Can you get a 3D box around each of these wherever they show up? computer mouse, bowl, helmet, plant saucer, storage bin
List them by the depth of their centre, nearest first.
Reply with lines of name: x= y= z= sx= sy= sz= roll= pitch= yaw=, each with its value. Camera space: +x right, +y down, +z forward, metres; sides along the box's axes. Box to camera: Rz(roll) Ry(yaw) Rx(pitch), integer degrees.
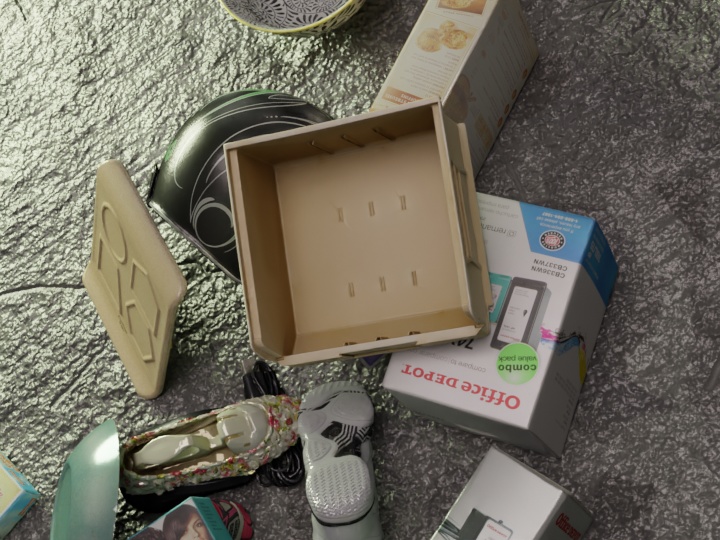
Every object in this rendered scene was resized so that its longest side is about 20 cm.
storage bin: x=0.000 y=-0.027 z=1.119 sx=0.200 sy=0.094 sz=0.199 roll=-11 pitch=82 yaw=18
plant saucer: x=-0.275 y=0.243 z=1.244 sx=0.039 sy=0.201 sz=0.201 roll=9 pitch=70 yaw=-20
helmet: x=-0.097 y=-0.089 z=1.294 sx=0.200 sy=0.200 sz=0.191 roll=39 pitch=87 yaw=26
computer mouse: x=-0.167 y=0.180 z=1.300 sx=0.200 sy=0.053 sz=0.139 roll=-23 pitch=67 yaw=10
bowl: x=-0.057 y=-0.333 z=1.422 sx=0.200 sy=0.094 sz=0.201 roll=-6 pitch=70 yaw=16

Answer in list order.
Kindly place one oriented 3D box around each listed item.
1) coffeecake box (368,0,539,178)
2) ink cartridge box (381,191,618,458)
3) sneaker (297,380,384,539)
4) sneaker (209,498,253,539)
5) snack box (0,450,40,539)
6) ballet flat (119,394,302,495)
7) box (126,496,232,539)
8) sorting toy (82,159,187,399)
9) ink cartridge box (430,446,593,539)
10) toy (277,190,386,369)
coffeecake box: x=0.093 y=-0.180 z=1.284 sx=0.073 sy=0.154 sz=0.200 roll=23 pitch=80 yaw=25
ink cartridge box: x=0.135 y=0.051 z=1.192 sx=0.147 sy=0.146 sz=0.200 roll=14 pitch=77 yaw=23
sneaker: x=-0.019 y=0.201 z=1.229 sx=0.075 sy=0.115 sz=0.200 roll=-5 pitch=32 yaw=0
sneaker: x=-0.203 y=0.292 z=1.261 sx=0.200 sy=0.075 sz=0.081 roll=-42 pitch=64 yaw=1
snack box: x=-0.452 y=0.221 z=1.389 sx=0.200 sy=0.037 sz=0.116 roll=40 pitch=88 yaw=26
ballet flat: x=-0.147 y=0.170 z=1.245 sx=0.200 sy=0.064 sz=0.076 roll=-21 pitch=68 yaw=-3
box: x=-0.132 y=0.314 z=1.173 sx=0.082 sy=0.049 sz=0.200 roll=-34 pitch=73 yaw=4
sorting toy: x=-0.233 y=0.010 z=1.331 sx=0.036 sy=0.200 sz=0.185 roll=-16 pitch=60 yaw=-30
ink cartridge box: x=0.110 y=0.269 z=1.125 sx=0.083 sy=0.147 sz=0.200 roll=31 pitch=82 yaw=26
toy: x=0.000 y=0.000 z=1.235 sx=0.115 sy=0.200 sz=0.047 roll=-41 pitch=29 yaw=-3
